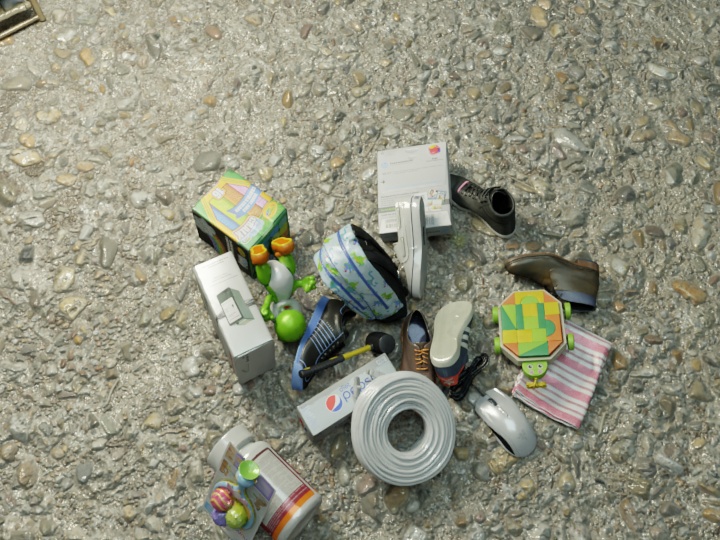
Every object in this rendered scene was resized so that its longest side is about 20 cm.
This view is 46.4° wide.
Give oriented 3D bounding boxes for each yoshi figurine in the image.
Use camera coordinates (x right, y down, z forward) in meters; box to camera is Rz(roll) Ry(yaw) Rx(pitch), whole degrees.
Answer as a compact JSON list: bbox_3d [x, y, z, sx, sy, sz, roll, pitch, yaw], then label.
[{"bbox_3d":[-0.143,0.049,1.585,0.110,0.204,0.112,-3,22,21],"label":"yoshi figurine"}]

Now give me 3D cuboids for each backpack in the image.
[{"bbox_3d":[0.000,0.000,1.608,0.151,0.201,0.165,-21,60,0],"label":"backpack"}]

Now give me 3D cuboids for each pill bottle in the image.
[{"bbox_3d":[-0.170,0.373,1.475,0.199,0.110,0.110,40,69,16],"label":"pill bottle"}]

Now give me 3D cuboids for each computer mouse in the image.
[{"bbox_3d":[0.259,0.259,1.583,0.109,0.044,0.200,-36,70,-18],"label":"computer mouse"}]

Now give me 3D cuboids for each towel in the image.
[{"bbox_3d":[0.393,0.189,1.630,0.144,0.030,0.202,26,66,9],"label":"towel"}]

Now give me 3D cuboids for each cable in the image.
[{"bbox_3d":[0.079,0.284,1.513,0.196,0.069,0.205,6,85,-15],"label":"cable"}]

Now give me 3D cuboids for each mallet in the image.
[{"bbox_3d":[-0.022,0.162,1.575,0.198,0.065,0.042,-21,99,-33],"label":"mallet"}]

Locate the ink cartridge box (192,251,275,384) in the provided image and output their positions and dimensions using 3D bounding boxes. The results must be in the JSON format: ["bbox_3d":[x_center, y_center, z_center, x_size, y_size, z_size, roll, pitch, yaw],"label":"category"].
[{"bbox_3d":[-0.236,0.092,1.589,0.083,0.147,0.202,-23,68,-14],"label":"ink cartridge box"}]

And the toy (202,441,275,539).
[{"bbox_3d":[-0.218,0.393,1.416,0.115,0.202,0.047,41,38,17],"label":"toy"}]

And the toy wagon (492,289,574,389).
[{"bbox_3d":[0.334,0.130,1.623,0.152,0.040,0.203,-4,55,10],"label":"toy wagon"}]

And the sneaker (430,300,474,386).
[{"bbox_3d":[0.180,0.141,1.622,0.074,0.086,0.201,-3,33,25],"label":"sneaker"}]

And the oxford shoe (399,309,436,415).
[{"bbox_3d":[0.108,0.173,1.602,0.070,0.073,0.204,-5,65,-5],"label":"oxford shoe"}]

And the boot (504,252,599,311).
[{"bbox_3d":[0.387,0.025,1.684,0.195,0.075,0.099,5,61,-2],"label":"boot"}]

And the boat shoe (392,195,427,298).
[{"bbox_3d":[0.096,-0.046,1.680,0.064,0.072,0.205,0,101,16],"label":"boat shoe"}]

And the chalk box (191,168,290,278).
[{"bbox_3d":[-0.220,-0.082,1.686,0.198,0.125,0.124,35,68,13],"label":"chalk box"}]

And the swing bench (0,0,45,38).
[{"bbox_3d":[-0.848,-0.627,1.881,0.197,0.201,0.130,-35,70,-17],"label":"swing bench"}]

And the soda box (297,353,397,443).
[{"bbox_3d":[-0.021,0.239,1.568,0.198,0.069,0.064,-30,71,-15],"label":"soda box"}]

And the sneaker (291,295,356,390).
[{"bbox_3d":[-0.070,0.144,1.612,0.076,0.070,0.203,15,64,11],"label":"sneaker"}]

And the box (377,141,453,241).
[{"bbox_3d":[0.113,-0.166,1.765,0.153,0.041,0.204,-7,64,12],"label":"box"}]

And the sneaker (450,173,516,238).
[{"bbox_3d":[0.250,-0.159,1.753,0.199,0.100,0.071,40,71,17],"label":"sneaker"}]
